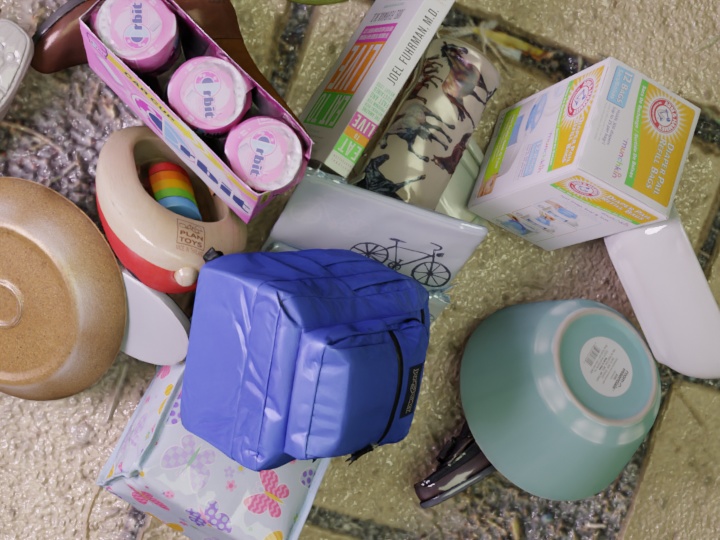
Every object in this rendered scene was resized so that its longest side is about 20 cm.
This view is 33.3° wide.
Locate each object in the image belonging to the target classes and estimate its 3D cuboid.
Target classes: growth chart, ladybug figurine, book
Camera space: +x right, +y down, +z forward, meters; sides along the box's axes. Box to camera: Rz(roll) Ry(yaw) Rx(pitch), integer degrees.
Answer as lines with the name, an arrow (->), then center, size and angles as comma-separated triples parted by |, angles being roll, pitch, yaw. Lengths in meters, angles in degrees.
growth chart -> 0.048, -0.061, 1.167 | 0.199, 0.018, 0.145 | -33, 104, -10
ladybug figurine -> -0.167, -0.047, 1.027 | 0.135, 0.201, 0.072 | 19, 120, -26
book -> 0.013, -0.177, 1.080 | 0.048, 0.134, 0.201 | 32, 87, -19

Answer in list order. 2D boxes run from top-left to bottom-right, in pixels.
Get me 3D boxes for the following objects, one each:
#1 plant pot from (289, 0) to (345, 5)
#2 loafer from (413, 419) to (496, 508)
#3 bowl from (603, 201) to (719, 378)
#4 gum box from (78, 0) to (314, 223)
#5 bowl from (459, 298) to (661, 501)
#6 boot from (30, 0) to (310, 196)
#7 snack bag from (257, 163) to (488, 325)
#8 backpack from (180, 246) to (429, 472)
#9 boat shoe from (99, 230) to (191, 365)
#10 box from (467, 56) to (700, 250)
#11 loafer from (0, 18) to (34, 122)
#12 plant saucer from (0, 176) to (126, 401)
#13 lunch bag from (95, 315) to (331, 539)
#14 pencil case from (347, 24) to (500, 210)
plant pot -> -0.018, -0.335, 1.022 | 0.198, 0.190, 0.202 | -2, 98, -15
loafer -> 0.129, 0.162, 1.201 | 0.199, 0.072, 0.063 | -30, 86, -17
bowl -> 0.289, -0.001, 1.164 | 0.074, 0.200, 0.201 | -23, 110, 14
gum box -> -0.126, -0.130, 0.953 | 0.200, 0.113, 0.066 | 45, 78, -2
bowl -> 0.204, 0.107, 1.143 | 0.199, 0.105, 0.203 | 10, 63, -21
boot -> -0.167, -0.150, 1.038 | 0.187, 0.068, 0.201 | -25, 81, -24
snack bag -> 0.000, 0.000, 1.093 | 0.187, 0.022, 0.200 | 17, 137, -17
backpack -> -0.026, 0.076, 0.988 | 0.199, 0.167, 0.164 | -8, 119, -52
boat shoe -> -0.221, 0.006, 1.046 | 0.199, 0.066, 0.072 | 30, 120, 7
box -> 0.199, -0.100, 1.100 | 0.101, 0.200, 0.113 | 25, 75, -18
loafer -> -0.342, -0.125, 1.010 | 0.070, 0.070, 0.200 | 41, 94, -3
plant saucer -> -0.294, 0.023, 1.014 | 0.198, 0.035, 0.202 | 5, 109, 14
lunch bag -> -0.113, 0.142, 1.090 | 0.169, 0.127, 0.201 | 34, 61, -18
pencil case -> 0.053, -0.120, 1.113 | 0.089, 0.078, 0.201 | 30, 87, -27
